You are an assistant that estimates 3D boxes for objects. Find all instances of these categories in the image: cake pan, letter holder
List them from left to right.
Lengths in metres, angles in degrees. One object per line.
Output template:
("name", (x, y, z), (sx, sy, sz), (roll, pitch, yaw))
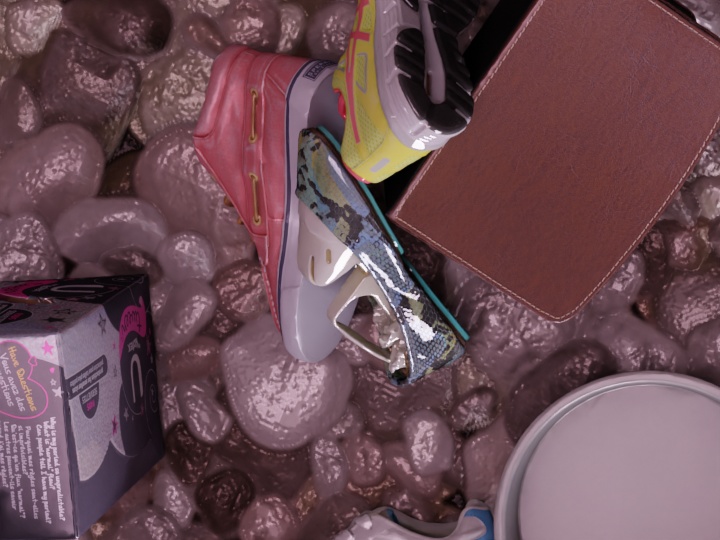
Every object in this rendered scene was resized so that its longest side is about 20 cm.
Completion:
("letter holder", (0.126, -0.089, 1.502), (0.142, 0.101, 0.201), (32, 104, -10))
("cake pan", (0.185, 0.160, 1.559), (0.198, 0.037, 0.202), (1, 99, 8))

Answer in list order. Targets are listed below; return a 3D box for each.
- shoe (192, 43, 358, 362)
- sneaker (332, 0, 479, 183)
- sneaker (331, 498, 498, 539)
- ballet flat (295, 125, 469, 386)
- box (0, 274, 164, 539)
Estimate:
("shoe", (-0.053, -0.045, 1.568), (0.090, 0.071, 0.202), (18, 119, 34))
("sneaker", (0.016, -0.131, 1.481), (0.078, 0.201, 0.090), (31, 126, -20))
("sneaker", (-0.002, 0.198, 1.596), (0.198, 0.077, 0.082), (-8, 91, 6))
("ballet flat", (0.000, 0.000, 1.516), (0.074, 0.075, 0.200), (-26, 125, 14))
("box", (-0.204, 0.082, 1.547), (0.114, 0.200, 0.133), (-2, 99, 10))
